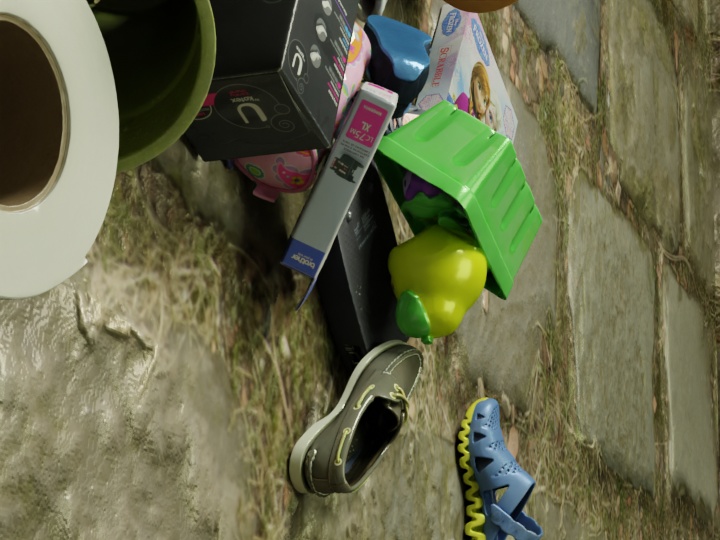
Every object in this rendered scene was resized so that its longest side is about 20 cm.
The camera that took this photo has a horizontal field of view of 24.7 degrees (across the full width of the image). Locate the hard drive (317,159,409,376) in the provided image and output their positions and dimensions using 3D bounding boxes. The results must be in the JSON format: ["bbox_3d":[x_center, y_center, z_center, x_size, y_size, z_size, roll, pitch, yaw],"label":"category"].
[{"bbox_3d":[0.000,0.000,1.614,0.135,0.042,0.200,-55,136,-56],"label":"hard drive"}]

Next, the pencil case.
[{"bbox_3d":[-0.053,-0.151,1.471,0.200,0.087,0.087,-70,147,-45],"label":"pencil case"}]

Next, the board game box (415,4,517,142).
[{"bbox_3d":[0.128,-0.178,1.950,0.200,0.041,0.200,63,32,-43],"label":"board game box"}]

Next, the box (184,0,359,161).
[{"bbox_3d":[-0.081,-0.203,1.357,0.106,0.122,0.200,56,36,-50],"label":"box"}]

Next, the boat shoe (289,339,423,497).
[{"bbox_3d":[0.011,0.138,1.538,0.202,0.060,0.072,-48,131,-41],"label":"boat shoe"}]

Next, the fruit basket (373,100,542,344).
[{"bbox_3d":[0.077,-0.032,1.621,0.216,0.155,0.216,-33,142,-30],"label":"fruit basket"}]

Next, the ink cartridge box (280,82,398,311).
[{"bbox_3d":[-0.024,-0.068,1.454,0.119,0.042,0.200,-75,-172,-81],"label":"ink cartridge box"}]

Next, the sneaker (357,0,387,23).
[{"bbox_3d":[-0.009,-0.317,1.620,0.200,0.075,0.087,50,47,-53],"label":"sneaker"}]

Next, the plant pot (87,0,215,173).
[{"bbox_3d":[-0.178,-0.191,1.082,0.190,0.200,0.200,-80,156,-60],"label":"plant pot"}]

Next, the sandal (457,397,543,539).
[{"bbox_3d":[0.164,0.246,1.903,0.079,0.087,0.200,-9,92,-65],"label":"sandal"}]

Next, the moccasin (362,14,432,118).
[{"bbox_3d":[0.025,-0.200,1.600,0.200,0.080,0.068,-77,-175,-70],"label":"moccasin"}]

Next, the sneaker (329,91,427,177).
[{"bbox_3d":[0.023,-0.146,1.642,0.200,0.084,0.075,22,65,-64],"label":"sneaker"}]

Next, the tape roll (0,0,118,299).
[{"bbox_3d":[-0.247,-0.082,0.910,0.203,0.139,0.203,-1,90,-64],"label":"tape roll"}]

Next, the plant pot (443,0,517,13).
[{"bbox_3d":[0.109,-0.396,1.781,0.140,0.200,0.200,18,68,-48],"label":"plant pot"}]
